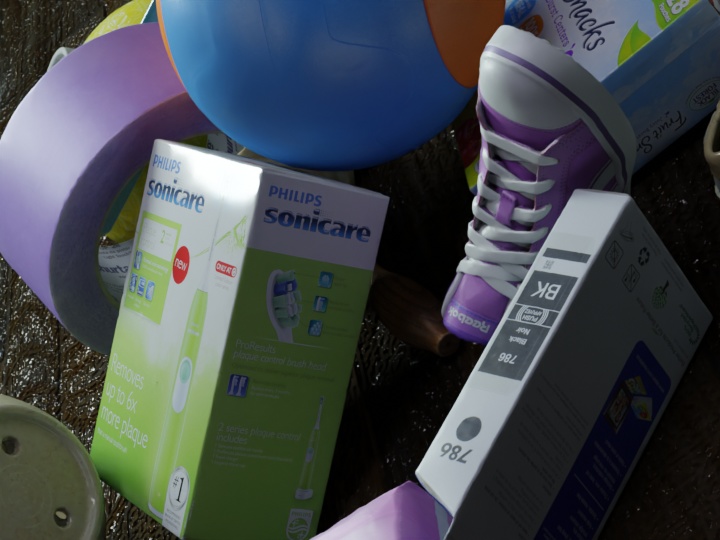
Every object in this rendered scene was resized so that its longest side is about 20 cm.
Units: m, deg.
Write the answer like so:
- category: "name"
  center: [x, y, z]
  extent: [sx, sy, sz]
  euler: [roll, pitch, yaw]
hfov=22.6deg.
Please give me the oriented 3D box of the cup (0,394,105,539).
- category: "cup"
  center: [-0.222, 0.148, 1.014]
  extent: [0.143, 0.200, 0.202]
  euler: [-33, 30, 45]

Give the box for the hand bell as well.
- category: "hand bell"
  center: [0.000, 0.000, 1.072]
  extent: [0.104, 0.104, 0.200]
  euler: [-47, 42, -1]

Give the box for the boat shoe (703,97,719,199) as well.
- category: "boat shoe"
  center: [0.217, -0.114, 0.903]
  extent: [0.071, 0.076, 0.201]
  euler: [-17, 40, 42]

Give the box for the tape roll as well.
- category: "tape roll"
  center: [-0.131, -0.050, 1.147]
  extent: [0.200, 0.200, 0.085]
  euler: [-47, 52, -1]

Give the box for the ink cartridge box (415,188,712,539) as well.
- category: "ink cartridge box"
  center: [0.088, 0.072, 0.820]
  extent: [0.039, 0.100, 0.201]
  euler: [9, 60, 44]

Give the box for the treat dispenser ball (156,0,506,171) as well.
- category: "treat dispenser ball"
  center: [-0.017, -0.157, 1.013]
  extent: [0.200, 0.201, 0.202]
  euler: [-33, 31, 23]

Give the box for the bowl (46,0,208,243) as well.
- category: "bowl"
  center: [-0.172, -0.112, 1.304]
  extent: [0.200, 0.107, 0.203]
  euler: [-171, 90, -66]

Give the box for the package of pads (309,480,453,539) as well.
- category: "package of pads"
  center: [0.000, 0.202, 0.804]
  extent: [0.120, 0.076, 0.201]
  euler: [-38, 30, 21]

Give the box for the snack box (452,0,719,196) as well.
- category: "snack box"
  center: [0.130, -0.131, 1.049]
  extent: [0.168, 0.068, 0.201]
  euler: [-39, 30, 20]

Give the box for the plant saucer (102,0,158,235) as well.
- category: "plant saucer"
  center: [-0.143, -0.119, 1.199]
  extent: [0.070, 0.019, 0.201]
  euler: [46, 113, 47]

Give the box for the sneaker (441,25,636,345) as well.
- category: "sneaker"
  center: [0.079, -0.023, 0.872]
  extent: [0.072, 0.201, 0.115]
  euler: [29, 71, 30]

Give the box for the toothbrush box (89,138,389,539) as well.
- category: "toothbrush box"
  center: [-0.073, 0.039, 1.010]
  extent: [0.145, 0.085, 0.202]
  euler: [20, 97, 59]
